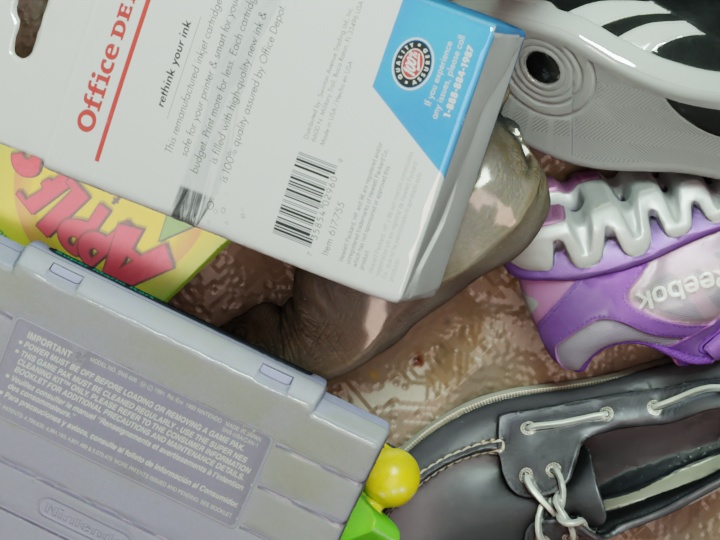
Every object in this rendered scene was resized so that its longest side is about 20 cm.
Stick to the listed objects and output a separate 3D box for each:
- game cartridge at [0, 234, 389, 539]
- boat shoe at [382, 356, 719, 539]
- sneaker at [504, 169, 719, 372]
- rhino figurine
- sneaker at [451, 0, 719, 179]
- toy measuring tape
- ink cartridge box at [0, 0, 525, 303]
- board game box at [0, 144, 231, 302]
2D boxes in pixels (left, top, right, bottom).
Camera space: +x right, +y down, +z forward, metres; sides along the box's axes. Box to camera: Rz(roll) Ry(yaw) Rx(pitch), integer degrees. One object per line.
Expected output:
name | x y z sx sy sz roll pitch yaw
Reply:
game cartridge | -0.099 0.073 1.130 0.199 0.038 0.130 26 110 1
boat shoe | 0.092 0.087 1.195 0.199 0.063 0.073 -19 102 -1
sneaker | 0.157 -0.005 1.180 0.199 0.081 0.089 -11 108 3
rhino figurine | 0.000 0.000 1.150 0.200 0.088 0.060 -40 131 17
sneaker | 0.141 -0.097 1.166 0.199 0.112 0.073 18 137 22
toy measuring tape | -0.064 0.115 1.196 0.199 0.074 0.074 -24 103 18
ink cartridge box | -0.049 -0.076 1.082 0.199 0.068 0.117 22 98 13
board game box | -0.076 -0.065 1.159 0.200 0.048 0.102 -43 102 4
